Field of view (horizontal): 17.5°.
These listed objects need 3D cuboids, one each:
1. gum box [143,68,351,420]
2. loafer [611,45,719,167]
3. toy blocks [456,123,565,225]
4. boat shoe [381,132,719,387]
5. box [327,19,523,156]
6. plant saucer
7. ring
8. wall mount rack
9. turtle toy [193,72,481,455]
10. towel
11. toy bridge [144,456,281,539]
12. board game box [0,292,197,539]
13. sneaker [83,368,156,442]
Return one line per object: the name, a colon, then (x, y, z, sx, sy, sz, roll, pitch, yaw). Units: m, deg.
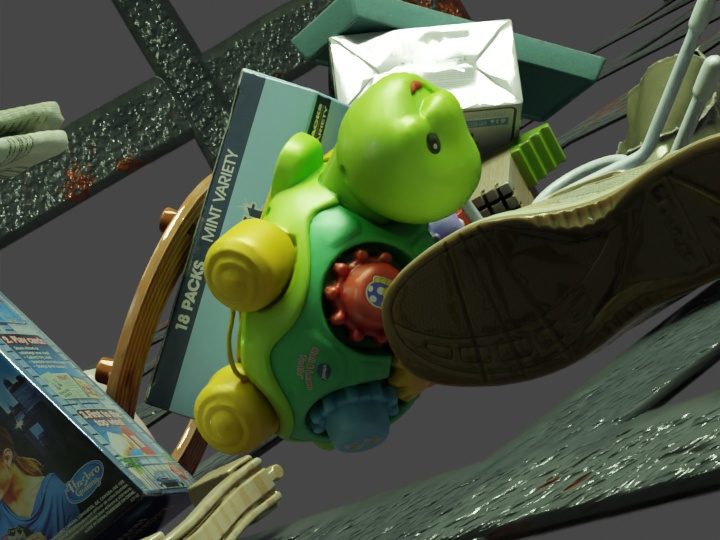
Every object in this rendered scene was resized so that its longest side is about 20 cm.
gum box: (-0.040, -0.008, 1.219, 0.200, 0.044, 0.171, 9, -82, -76)
loafer: (0.175, -0.082, 1.348, 0.075, 0.070, 0.200, -29, 4, 22)
toy blocks: (0.031, -0.002, 1.365, 0.199, 0.100, 0.137, -25, 17, 13)
boat shoe: (0.102, -0.006, 0.999, 0.200, 0.072, 0.065, -26, -3, 26)
box: (0.039, -0.075, 1.474, 0.116, 0.060, 0.200, -5, -26, -4)
plant saucer: (0.057, -0.130, 1.456, 0.199, 0.019, 0.070, 12, -32, -33)
ring: (-0.096, 0.044, 1.189, 0.200, 0.019, 0.201, 17, -90, -77)
wall mount rack: (0.118, -0.053, 1.174, 0.173, 0.075, 0.200, -29, 17, 17)
turtle toy: (0.000, 0.000, 1.087, 0.101, 0.201, 0.146, 17, 30, 19)
towel: (-0.255, -0.022, 1.206, 0.192, 0.035, 0.200, -32, 0, 19)
toy bridge: (-0.095, 0.128, 0.954, 0.067, 0.027, 0.200, -27, 6, 46)
board game box: (-0.208, 0.081, 1.097, 0.200, 0.200, 0.062, -39, -17, 16)
sneaker: (-0.199, 0.120, 1.303, 0.200, 0.105, 0.075, -28, -8, 23)
